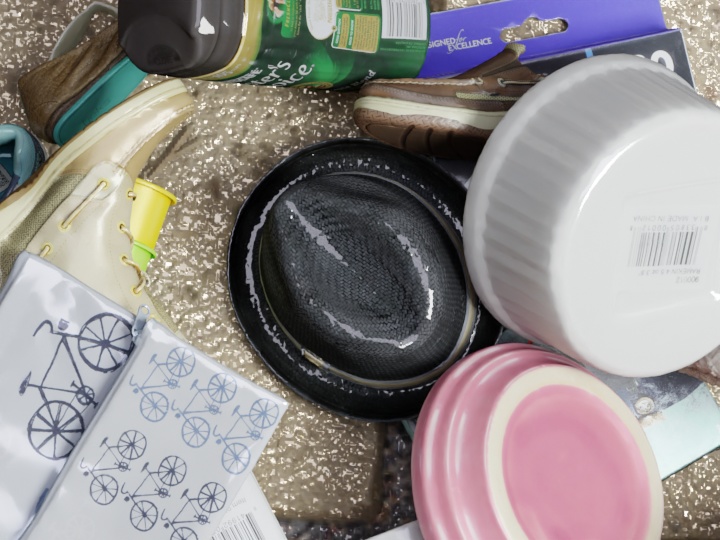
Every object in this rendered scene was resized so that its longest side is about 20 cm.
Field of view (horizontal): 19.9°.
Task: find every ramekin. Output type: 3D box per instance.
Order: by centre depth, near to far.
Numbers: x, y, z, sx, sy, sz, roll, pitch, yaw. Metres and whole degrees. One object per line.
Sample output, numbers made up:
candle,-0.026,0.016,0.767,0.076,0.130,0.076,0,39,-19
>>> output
ramekin,0.174,-0.030,1.315,0.199,0.098,0.202,-11,114,-26

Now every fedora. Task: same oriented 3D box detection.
fedora,0.000,0.000,1.350,0.199,0.092,0.202,-1,82,7

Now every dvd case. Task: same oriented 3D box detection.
dvd case,0.139,0.101,1.406,0.199,0.022,0.147,-28,84,-11

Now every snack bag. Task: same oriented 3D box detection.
snack bag,-0.172,0.108,1.259,0.199,0.021,0.189,32,94,4

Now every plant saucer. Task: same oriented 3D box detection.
plant saucer,0.124,0.140,1.315,0.199,0.051,0.202,16,63,-33

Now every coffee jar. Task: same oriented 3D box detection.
coffee jar,-0.057,-0.164,1.347,0.199,0.104,0.086,1,89,-40

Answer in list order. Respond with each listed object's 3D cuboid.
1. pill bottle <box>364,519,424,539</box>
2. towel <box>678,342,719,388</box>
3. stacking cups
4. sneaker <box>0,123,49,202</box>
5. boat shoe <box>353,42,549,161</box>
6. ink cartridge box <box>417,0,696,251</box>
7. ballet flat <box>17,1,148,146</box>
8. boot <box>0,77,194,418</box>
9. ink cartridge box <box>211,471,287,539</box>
pill bottle,0.057,0.261,1.319,0.111,0.111,0.201,-19,82,-11
towel,0.279,0.029,1.337,0.133,0.200,0.035,-45,118,-13
stacking cups,-0.182,0.036,1.364,0.060,0.061,0.201,19,82,-3
sneaker,-0.286,-0.026,1.342,0.078,0.086,0.200,40,77,2
boat shoe,0.094,-0.114,1.376,0.201,0.075,0.075,8,78,-16
ink cartridge box,0.140,-0.104,1.434,0.197,0.043,0.202,-12,80,-8
ballet flat,-0.153,-0.165,1.405,0.200,0.068,0.072,-39,67,-9
boot,-0.148,-0.009,1.303,0.200,0.073,0.156,-42,86,-5
ink cartridge box,-0.103,0.228,1.318,0.144,0.084,0.201,-27,83,-12
